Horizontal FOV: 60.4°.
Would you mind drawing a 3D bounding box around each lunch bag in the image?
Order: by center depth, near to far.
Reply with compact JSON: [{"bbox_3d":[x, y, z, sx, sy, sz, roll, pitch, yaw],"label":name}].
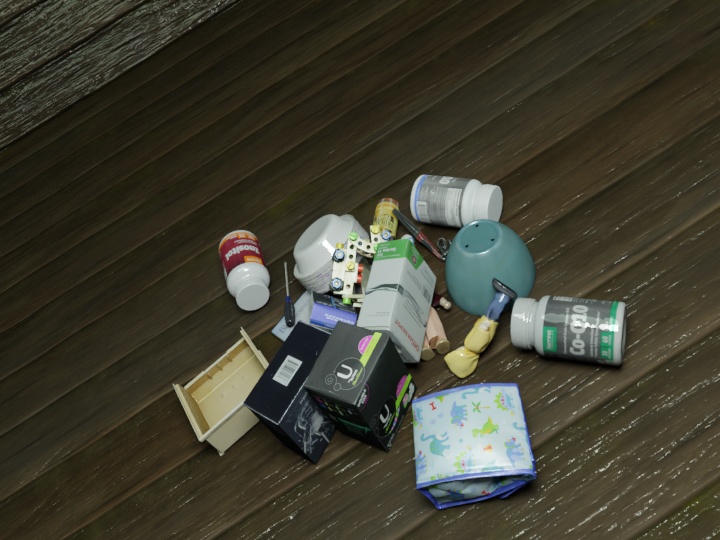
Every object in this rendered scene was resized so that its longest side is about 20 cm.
[{"bbox_3d":[0.198,0.299,1.079,0.196,0.128,0.173,-22,45,21],"label":"lunch bag"}]

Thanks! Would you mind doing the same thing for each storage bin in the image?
[{"bbox_3d":[-0.289,0.261,1.375,0.199,0.095,0.198,-39,47,-8],"label":"storage bin"}]

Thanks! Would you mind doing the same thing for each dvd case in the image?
[{"bbox_3d":[-0.104,0.132,1.442,0.198,0.018,0.143,27,69,39],"label":"dvd case"}]

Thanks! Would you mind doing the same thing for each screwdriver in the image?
[{"bbox_3d":[-0.181,0.053,1.510,0.028,0.028,0.203,-3,48,-15],"label":"screwdriver"}]

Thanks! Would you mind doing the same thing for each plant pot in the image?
[{"bbox_3d":[0.263,-0.028,1.310,0.194,0.136,0.204,-13,48,15],"label":"plant pot"}]

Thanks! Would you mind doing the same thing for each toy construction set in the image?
[{"bbox_3d":[0.000,0.000,1.336,0.127,0.093,0.206,6,65,-5],"label":"toy construction set"}]

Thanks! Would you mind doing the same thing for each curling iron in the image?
[{"bbox_3d":[0.147,-0.089,1.468,0.199,0.026,0.050,40,90,30],"label":"curling iron"}]

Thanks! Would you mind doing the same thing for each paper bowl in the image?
[{"bbox_3d":[-0.081,-0.051,1.472,0.199,0.105,0.202,-36,24,19],"label":"paper bowl"}]

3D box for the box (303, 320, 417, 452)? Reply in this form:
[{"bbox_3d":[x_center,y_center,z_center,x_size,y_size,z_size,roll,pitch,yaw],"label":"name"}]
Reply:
[{"bbox_3d":[0.006,0.223,1.185,0.122,0.202,0.151,11,57,33],"label":"box"}]

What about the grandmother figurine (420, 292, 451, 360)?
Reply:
[{"bbox_3d":[0.137,0.089,1.332,0.118,0.061,0.203,-17,49,-1],"label":"grandmother figurine"}]

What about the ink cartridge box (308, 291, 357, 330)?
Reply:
[{"bbox_3d":[-0.060,0.088,1.311,0.200,0.097,0.040,-126,53,-79],"label":"ink cartridge box"}]

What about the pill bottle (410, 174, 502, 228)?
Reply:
[{"bbox_3d":[0.225,-0.159,1.451,0.195,0.115,0.115,11,58,32],"label":"pill bottle"}]

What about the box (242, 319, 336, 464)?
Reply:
[{"bbox_3d":[-0.106,0.243,1.237,0.102,0.184,0.202,17,62,34],"label":"box"}]

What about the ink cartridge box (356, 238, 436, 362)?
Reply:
[{"bbox_3d":[0.076,0.064,1.251,0.081,0.147,0.204,-5,53,31],"label":"ink cartridge box"}]

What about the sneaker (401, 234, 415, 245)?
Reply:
[{"bbox_3d":[0.074,-0.016,1.416,0.071,0.072,0.202,29,50,-2],"label":"sneaker"}]

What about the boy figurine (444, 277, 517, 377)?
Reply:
[{"bbox_3d":[0.238,0.116,1.227,0.064,0.124,0.203,32,102,8],"label":"boy figurine"}]

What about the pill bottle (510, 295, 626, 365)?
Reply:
[{"bbox_3d":[0.387,0.107,1.152,0.195,0.114,0.115,4,54,29],"label":"pill bottle"}]

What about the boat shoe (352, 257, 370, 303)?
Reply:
[{"bbox_3d":[-0.001,0.040,1.431,0.062,0.071,0.203,-37,40,18],"label":"boat shoe"}]

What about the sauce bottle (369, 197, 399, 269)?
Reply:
[{"bbox_3d":[0.057,-0.084,1.508,0.064,0.067,0.204,-7,51,20],"label":"sauce bottle"}]

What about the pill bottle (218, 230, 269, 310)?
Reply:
[{"bbox_3d":[-0.293,0.000,1.579,0.111,0.114,0.202,-28,46,1],"label":"pill bottle"}]
